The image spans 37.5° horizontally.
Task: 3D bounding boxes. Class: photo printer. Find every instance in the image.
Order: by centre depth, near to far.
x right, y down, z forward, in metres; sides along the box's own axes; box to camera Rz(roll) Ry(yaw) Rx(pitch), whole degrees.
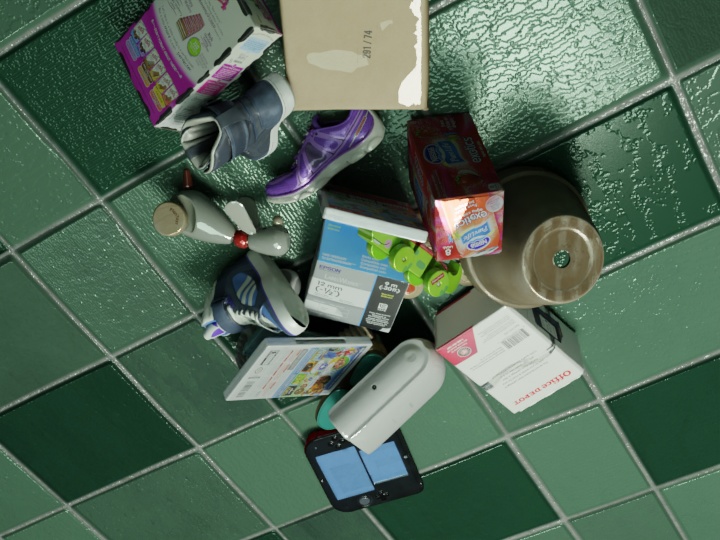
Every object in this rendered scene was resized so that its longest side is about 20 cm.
[{"bbox_3d":[0.051,0.194,1.671,0.200,0.070,0.167,-43,158,-3],"label":"photo printer"}]

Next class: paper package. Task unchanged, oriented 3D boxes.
[{"bbox_3d":[-0.006,-0.311,1.340,0.186,0.104,0.203,-1,128,2],"label":"paper package"}]

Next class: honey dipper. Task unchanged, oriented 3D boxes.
[{"bbox_3d":[-0.070,0.142,1.675,0.198,0.038,0.038,-33,121,9],"label":"honey dipper"}]

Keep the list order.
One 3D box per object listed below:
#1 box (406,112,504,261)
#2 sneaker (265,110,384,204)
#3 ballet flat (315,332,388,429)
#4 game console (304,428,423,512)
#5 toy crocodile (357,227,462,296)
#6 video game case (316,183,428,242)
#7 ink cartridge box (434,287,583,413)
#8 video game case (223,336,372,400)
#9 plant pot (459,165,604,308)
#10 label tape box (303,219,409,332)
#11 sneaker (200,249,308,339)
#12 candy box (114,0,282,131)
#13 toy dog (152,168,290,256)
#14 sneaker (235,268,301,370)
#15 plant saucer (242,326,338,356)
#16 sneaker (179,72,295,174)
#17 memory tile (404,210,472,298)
[{"bbox_3d":[0.124,-0.115,1.417,0.093,0.202,0.101,-8,129,-4],"label":"box"},{"bbox_3d":[-0.059,-0.167,1.484,0.199,0.081,0.084,-35,102,17],"label":"sneaker"},{"bbox_3d":[-0.014,0.175,1.729,0.067,0.073,0.201,20,126,-14],"label":"ballet flat"},{"bbox_3d":[0.006,0.347,1.886,0.174,0.031,0.202,-14,126,13],"label":"game console"},{"bbox_3d":[0.071,-0.020,1.477,0.199,0.067,0.062,34,87,-37],"label":"toy crocodile"},{"bbox_3d":[0.012,-0.083,1.459,0.140,0.200,0.018,13,103,-8],"label":"video game case"},{"bbox_3d":[0.232,0.115,1.658,0.144,0.085,0.199,-35,122,29],"label":"ink cartridge box"},{"bbox_3d":[-0.094,0.148,1.612,0.197,0.018,0.144,2,140,-40],"label":"video game case"},{"bbox_3d":[0.246,-0.031,1.454,0.196,0.174,0.204,-2,103,-9],"label":"plant pot"},{"bbox_3d":[0.000,0.000,1.569,0.141,0.067,0.201,13,144,-5],"label":"label tape box"},{"bbox_3d":[-0.165,0.069,1.563,0.146,0.201,0.080,-45,131,8],"label":"sneaker"},{"bbox_3d":[-0.208,-0.292,1.341,0.199,0.138,0.061,-37,162,28],"label":"candy box"},{"bbox_3d":[-0.197,-0.086,1.525,0.196,0.132,0.098,9,96,-14],"label":"toy dog"},{"bbox_3d":[-0.133,0.077,1.676,0.081,0.075,0.202,1,132,-35],"label":"sneaker"},{"bbox_3d":[-0.095,0.119,1.670,0.198,0.019,0.070,16,123,-45],"label":"plant saucer"},{"bbox_3d":[-0.173,-0.174,1.391,0.077,0.145,0.202,52,158,4],"label":"sneaker"},{"bbox_3d":[0.129,-0.031,1.602,0.196,0.017,0.155,-12,126,11],"label":"memory tile"}]
